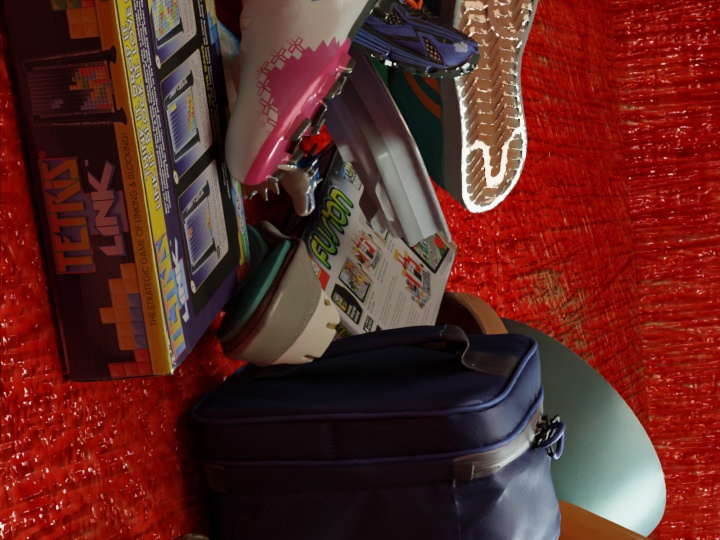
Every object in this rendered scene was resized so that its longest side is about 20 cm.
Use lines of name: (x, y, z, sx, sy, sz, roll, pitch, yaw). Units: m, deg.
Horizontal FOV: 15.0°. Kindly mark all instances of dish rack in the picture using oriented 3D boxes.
dish rack: (-0.016, -0.112, 1.608, 0.201, 0.043, 0.172, 60, -3, 26)

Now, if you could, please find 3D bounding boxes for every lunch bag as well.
lunch bag: (0.015, 0.099, 1.455, 0.136, 0.199, 0.133, -48, 130, -67)

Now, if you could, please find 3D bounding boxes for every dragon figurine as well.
dragon figurine: (-0.066, -0.104, 1.495, 0.100, 0.058, 0.201, -76, 158, -56)

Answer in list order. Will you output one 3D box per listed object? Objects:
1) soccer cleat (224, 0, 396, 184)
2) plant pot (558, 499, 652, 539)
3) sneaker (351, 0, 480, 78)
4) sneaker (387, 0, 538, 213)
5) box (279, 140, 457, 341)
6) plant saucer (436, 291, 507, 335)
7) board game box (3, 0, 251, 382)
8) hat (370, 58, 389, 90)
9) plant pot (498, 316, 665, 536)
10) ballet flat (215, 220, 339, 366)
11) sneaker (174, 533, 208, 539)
soccer cleat: (-0.037, -0.128, 1.389, 0.200, 0.086, 0.070, -60, 180, -35)
plant pot: (0.153, 0.244, 1.737, 0.183, 0.200, 0.201, 37, -28, 45)
sneaker: (-0.011, -0.176, 1.483, 0.079, 0.200, 0.075, -51, 168, 10)
sneaker: (0.050, -0.130, 1.559, 0.071, 0.080, 0.201, -28, 137, -32)
box: (0.000, 0.000, 1.682, 0.110, 0.035, 0.200, 45, 25, -12)
plant saucer: (0.060, 0.114, 1.732, 0.200, 0.032, 0.202, -176, -90, -66)
board game box: (-0.108, -0.069, 1.297, 0.165, 0.056, 0.201, -54, 138, -69)
hat: (-0.022, -0.179, 1.720, 0.176, 0.166, 0.200, 21, 31, -44)
plant pot: (0.090, 0.151, 1.878, 0.135, 0.199, 0.201, -43, 137, -30)
ballet flat: (-0.039, 0.017, 1.435, 0.068, 0.064, 0.200, -53, -169, 5)
sneaker: (-0.060, 0.219, 1.362, 0.076, 0.070, 0.201, -80, 161, -53)
